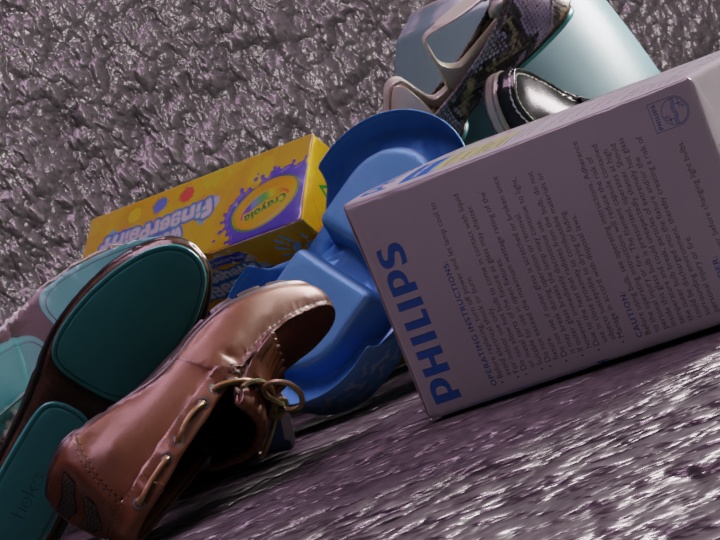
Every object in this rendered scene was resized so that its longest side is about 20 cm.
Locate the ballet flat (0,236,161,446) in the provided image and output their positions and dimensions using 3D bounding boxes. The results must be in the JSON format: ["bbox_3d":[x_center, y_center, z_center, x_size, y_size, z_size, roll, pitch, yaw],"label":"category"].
[{"bbox_3d":[-0.179,0.051,1.385,0.200,0.072,0.072,-34,8,-23],"label":"ballet flat"}]

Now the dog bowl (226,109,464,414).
[{"bbox_3d":[0.000,0.000,1.439,0.200,0.111,0.050,-55,-38,-4],"label":"dog bowl"}]

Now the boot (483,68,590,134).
[{"bbox_3d":[0.193,-0.097,1.534,0.203,0.074,0.153,32,-47,-33],"label":"boot"}]

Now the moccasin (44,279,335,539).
[{"bbox_3d":[-0.074,0.072,1.235,0.201,0.078,0.074,-38,-26,-47],"label":"moccasin"}]

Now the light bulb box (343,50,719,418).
[{"bbox_3d":[0.131,-0.028,1.272,0.199,0.125,0.198,-20,3,26],"label":"light bulb box"}]

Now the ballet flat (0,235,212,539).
[{"bbox_3d":[-0.149,0.066,1.286,0.200,0.068,0.068,-55,5,-1],"label":"ballet flat"}]

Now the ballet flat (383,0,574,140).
[{"bbox_3d":[0.056,-0.121,1.583,0.201,0.072,0.072,-51,-1,7],"label":"ballet flat"}]

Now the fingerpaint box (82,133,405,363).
[{"bbox_3d":[-0.060,0.007,1.590,0.199,0.074,0.167,-19,-42,35],"label":"fingerpaint box"}]

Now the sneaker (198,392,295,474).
[{"bbox_3d":[-0.120,0.086,1.382,0.115,0.081,0.199,-19,4,-17],"label":"sneaker"}]

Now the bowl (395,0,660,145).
[{"bbox_3d":[0.103,-0.151,1.696,0.200,0.106,0.201,-20,2,1],"label":"bowl"}]
